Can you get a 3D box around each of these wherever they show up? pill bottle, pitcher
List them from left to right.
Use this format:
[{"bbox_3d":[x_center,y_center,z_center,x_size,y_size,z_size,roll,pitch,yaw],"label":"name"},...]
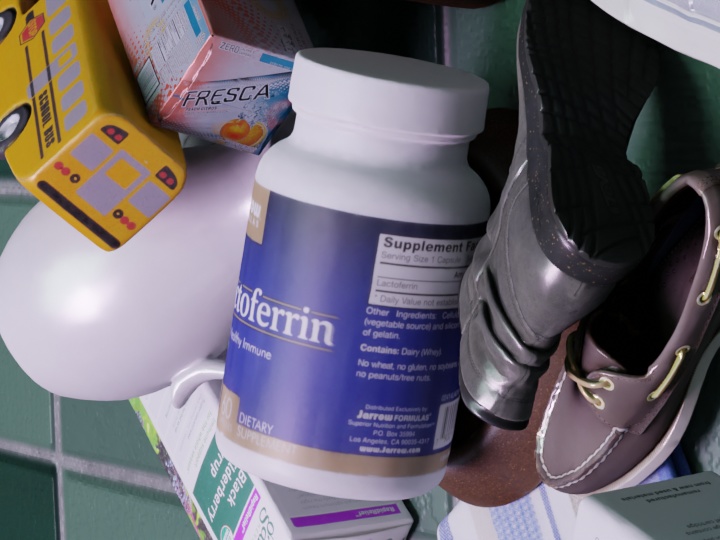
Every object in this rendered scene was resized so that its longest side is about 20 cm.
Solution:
[{"bbox_3d":[-0.085,0.011,1.515,0.200,0.121,0.172,-28,73,24],"label":"pitcher"},{"bbox_3d":[0.000,0.000,1.390,0.116,0.115,0.201,25,108,56],"label":"pill bottle"}]

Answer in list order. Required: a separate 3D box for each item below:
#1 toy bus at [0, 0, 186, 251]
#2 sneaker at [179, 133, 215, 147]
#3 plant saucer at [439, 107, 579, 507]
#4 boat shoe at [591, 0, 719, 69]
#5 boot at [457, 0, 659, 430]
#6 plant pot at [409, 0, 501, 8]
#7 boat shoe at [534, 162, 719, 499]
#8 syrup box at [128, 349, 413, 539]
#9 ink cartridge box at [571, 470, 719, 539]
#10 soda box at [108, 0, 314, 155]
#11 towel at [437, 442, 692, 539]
[{"bbox_3d":[-0.144,-0.090,1.485,0.078,0.065,0.200,-42,30,15],"label":"toy bus"},{"bbox_3d":[-0.042,-0.016,1.597,0.200,0.076,0.092,57,132,28],"label":"sneaker"},{"bbox_3d":[0.052,0.018,1.447,0.200,0.034,0.201,-11,78,61],"label":"plant saucer"},{"bbox_3d":[0.169,-0.119,1.231,0.201,0.070,0.072,34,105,53],"label":"boat shoe"},{"bbox_3d":[0.077,-0.035,1.318,0.200,0.068,0.131,-85,20,-44],"label":"boot"},{"bbox_3d":[-0.029,-0.219,1.410,0.187,0.199,0.188,13,106,58],"label":"plant pot"},{"bbox_3d":[0.126,0.029,1.296,0.200,0.059,0.072,-57,46,36],"label":"boat shoe"},{"bbox_3d":[-0.054,0.101,1.610,0.200,0.081,0.079,60,142,39],"label":"syrup box"},{"bbox_3d":[0.171,0.196,1.217,0.200,0.084,0.145,35,123,45],"label":"ink cartridge box"},{"bbox_3d":[-0.087,-0.151,1.469,0.064,0.068,0.200,-52,40,30],"label":"soda box"},{"bbox_3d":[0.106,0.142,1.402,0.200,0.024,0.147,-51,49,47],"label":"towel"}]
